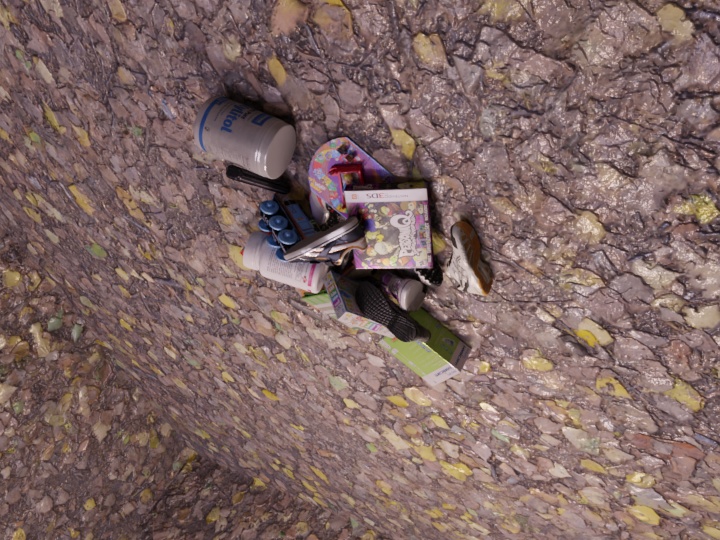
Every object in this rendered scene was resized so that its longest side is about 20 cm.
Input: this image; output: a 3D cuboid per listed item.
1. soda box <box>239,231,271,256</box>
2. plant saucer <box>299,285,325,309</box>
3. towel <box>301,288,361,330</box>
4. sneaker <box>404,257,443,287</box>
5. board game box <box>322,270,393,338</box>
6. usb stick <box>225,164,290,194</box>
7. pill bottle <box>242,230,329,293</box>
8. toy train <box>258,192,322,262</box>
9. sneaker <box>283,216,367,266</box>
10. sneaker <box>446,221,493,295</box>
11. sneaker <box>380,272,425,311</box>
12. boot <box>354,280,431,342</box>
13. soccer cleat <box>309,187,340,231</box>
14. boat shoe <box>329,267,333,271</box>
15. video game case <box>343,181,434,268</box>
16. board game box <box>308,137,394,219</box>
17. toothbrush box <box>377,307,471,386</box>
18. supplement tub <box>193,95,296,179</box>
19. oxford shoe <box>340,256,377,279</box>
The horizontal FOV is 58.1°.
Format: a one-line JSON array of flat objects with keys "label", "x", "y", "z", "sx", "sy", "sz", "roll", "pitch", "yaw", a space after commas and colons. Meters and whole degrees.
[{"label": "soda box", "x": -0.253, "y": -0.075, "z": 1.772, "sx": 0.063, "sy": 0.070, "sz": 0.199, "roll": 46, "pitch": 145, "yaw": -14}, {"label": "plant saucer", "x": -0.077, "y": 0.083, "z": 1.779, "sx": 0.198, "sy": 0.038, "sz": 0.200, "roll": 16, "pitch": 161, "yaw": 5}, {"label": "towel", "x": -0.040, "y": 0.100, "z": 1.707, "sx": 0.199, "sy": 0.031, "sz": 0.149, "roll": 33, "pitch": 153, "yaw": -31}, {"label": "sneaker", "x": 0.107, "y": -0.028, "z": 1.522, "sx": 0.200, "sy": 0.067, "sz": 0.090, "roll": 40, "pitch": 152, "yaw": -4}, {"label": "board game box", "x": 0.004, "y": 0.086, "z": 1.615, "sx": 0.199, "sy": 0.135, "sz": 0.034, "roll": 23, "pitch": 122, "yaw": -42}, {"label": "usb stick", "x": -0.237, "y": -0.211, "z": 1.520, "sx": 0.055, "sy": 0.033, "sz": 0.199, "roll": 16, "pitch": -177, "yaw": 29}, {"label": "pill bottle", "x": -0.183, "y": -0.026, "z": 1.610, "sx": 0.198, "sy": 0.114, "sz": 0.114, "roll": 17, "pitch": 144, "yaw": 8}, {"label": "toy train", "x": -0.168, "y": -0.101, "z": 1.549, "sx": 0.201, "sy": 0.113, "sz": 0.087, "roll": 56, "pitch": 147, "yaw": 33}, {"label": "sneaker", "x": -0.076, "y": -0.044, "z": 1.415, "sx": 0.199, "sy": 0.079, "sz": 0.080, "roll": -21, "pitch": 109, "yaw": 29}, {"label": "sneaker", "x": 0.220, "y": -0.021, "z": 1.417, "sx": 0.087, "sy": 0.076, "sz": 0.201, "roll": 5, "pitch": 135, "yaw": 37}, {"label": "sneaker", "x": 0.090, "y": 0.044, "z": 1.564, "sx": 0.114, "sy": 0.073, "sz": 0.201, "roll": 34, "pitch": 174, "yaw": 14}, {"label": "boot", "x": 0.078, "y": 0.109, "z": 1.583, "sx": 0.200, "sy": 0.068, "sz": 0.130, "roll": 43, "pitch": -171, "yaw": 20}, {"label": "soccer cleat", "x": -0.091, "y": -0.151, "z": 1.553, "sx": 0.073, "sy": 0.068, "sz": 0.201, "roll": 42, "pitch": 149, "yaw": 20}, {"label": "boat shoe", "x": -0.158, "y": -0.015, "z": 1.770, "sx": 0.198, "sy": 0.065, "sz": 0.073, "roll": 6, "pitch": 129, "yaw": 24}, {"label": "video game case", "x": 0.065, "y": -0.095, "z": 1.410, "sx": 0.179, "sy": 0.036, "sz": 0.202, "roll": 0, "pitch": 124, "yaw": 13}, {"label": "board game box", "x": -0.027, "y": -0.185, "z": 1.412, "sx": 0.200, "sy": 0.039, "sz": 0.158, "roll": 39, "pitch": 123, "yaw": -6}, {"label": "toothbrush box", "x": 0.169, "y": 0.200, "z": 1.721, "sx": 0.200, "sy": 0.086, "sz": 0.146, "roll": 39, "pitch": 145, "yaw": -4}, {"label": "supplement tub", "x": -0.259, "y": -0.299, "z": 1.450, "sx": 0.198, "sy": 0.132, "sz": 0.133, "roll": 23, "pitch": 145, "yaw": 16}, {"label": "oxford shoe", "x": 0.000, "y": 0.000, "z": 1.644, "sx": 0.074, "sy": 0.071, "sz": 0.200, "roll": 32, "pitch": 149, "yaw": -7}]
